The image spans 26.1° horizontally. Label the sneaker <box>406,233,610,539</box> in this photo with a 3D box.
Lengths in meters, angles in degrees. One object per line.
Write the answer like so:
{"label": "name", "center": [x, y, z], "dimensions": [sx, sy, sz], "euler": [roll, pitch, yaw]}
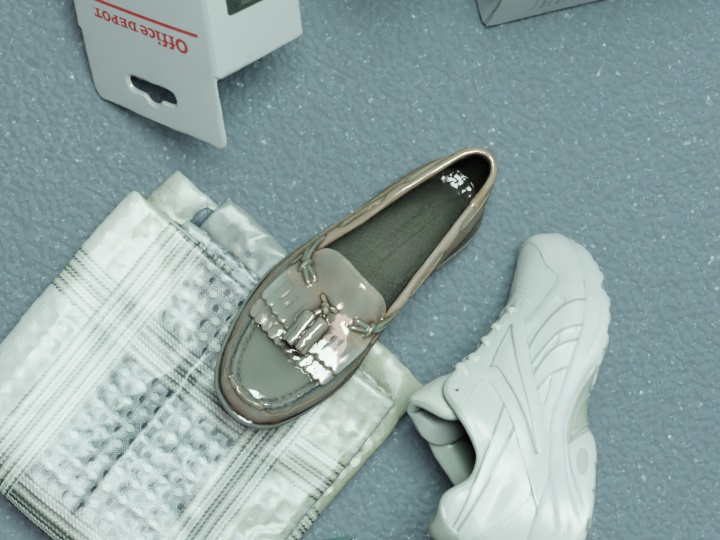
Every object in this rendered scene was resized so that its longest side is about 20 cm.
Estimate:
{"label": "sneaker", "center": [0.076, 0.059, 0.820], "dimensions": [0.098, 0.078, 0.201], "euler": [11, 55, -4]}

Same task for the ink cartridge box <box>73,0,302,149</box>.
{"label": "ink cartridge box", "center": [-0.097, -0.177, 0.803], "dimensions": [0.116, 0.201, 0.068], "euler": [25, 45, 36]}

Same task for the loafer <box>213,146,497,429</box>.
{"label": "loafer", "center": [0.000, 0.000, 0.822], "dimensions": [0.072, 0.063, 0.200], "euler": [44, 62, 3]}

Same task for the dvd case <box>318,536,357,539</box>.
{"label": "dvd case", "center": [-0.062, 0.251, 0.828], "dimensions": [0.145, 0.022, 0.202], "euler": [-6, 84, -8]}

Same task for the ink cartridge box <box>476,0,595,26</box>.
{"label": "ink cartridge box", "center": [0.153, -0.243, 0.856], "dimensions": [0.198, 0.146, 0.148], "euler": [-14, 84, -8]}

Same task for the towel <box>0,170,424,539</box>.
{"label": "towel", "center": [-0.093, 0.069, 0.829], "dimensions": [0.192, 0.035, 0.200], "euler": [40, 75, 3]}
